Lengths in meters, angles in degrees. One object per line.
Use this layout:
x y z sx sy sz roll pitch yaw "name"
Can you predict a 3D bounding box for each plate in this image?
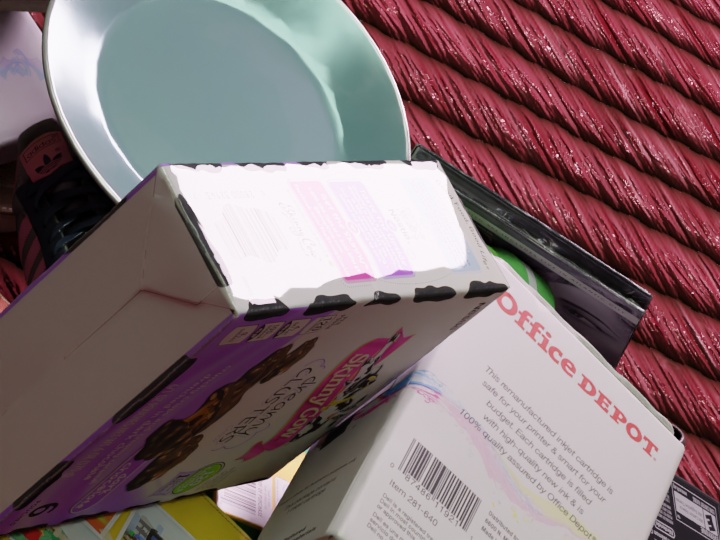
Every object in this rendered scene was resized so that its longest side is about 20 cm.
-0.066 -0.079 1.199 0.199 0.026 0.201 17 55 -26 "plate"

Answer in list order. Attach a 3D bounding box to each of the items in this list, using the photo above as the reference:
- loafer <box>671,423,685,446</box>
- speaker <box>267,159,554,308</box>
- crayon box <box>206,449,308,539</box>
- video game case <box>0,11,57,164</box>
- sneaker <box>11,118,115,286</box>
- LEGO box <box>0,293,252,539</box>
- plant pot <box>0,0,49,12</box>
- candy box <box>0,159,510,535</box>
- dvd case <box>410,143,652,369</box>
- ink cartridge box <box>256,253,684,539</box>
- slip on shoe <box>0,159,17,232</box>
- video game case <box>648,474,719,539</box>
0.097 0.069 1.427 0.199 0.063 0.072 31 34 -17 "loafer"
0.000 0.000 1.277 0.199 0.088 0.089 25 37 -25 "speaker"
-0.039 0.087 1.268 0.118 0.058 0.201 26 36 -24 "crayon box"
-0.260 -0.116 1.251 0.199 0.024 0.182 -19 65 -36 "video game case"
-0.137 -0.020 1.170 0.082 0.070 0.200 66 -9 -16 "sneaker"
-0.136 0.130 1.079 0.200 0.077 0.149 45 30 -8 "LEGO box"
-0.207 -0.207 1.219 0.183 0.201 0.201 7 47 -35 "plant pot"
-0.059 0.029 1.048 0.200 0.168 0.072 -5 60 -55 "candy box"
0.085 0.004 1.383 0.148 0.200 0.016 34 76 8 "dvd case"
0.049 0.113 1.145 0.145 0.084 0.200 44 44 -13 "ink cartridge box"
-0.154 -0.065 1.316 0.199 0.061 0.076 0 52 -47 "slip on shoe"
0.146 0.178 1.309 0.200 0.025 0.182 32 44 -46 "video game case"
